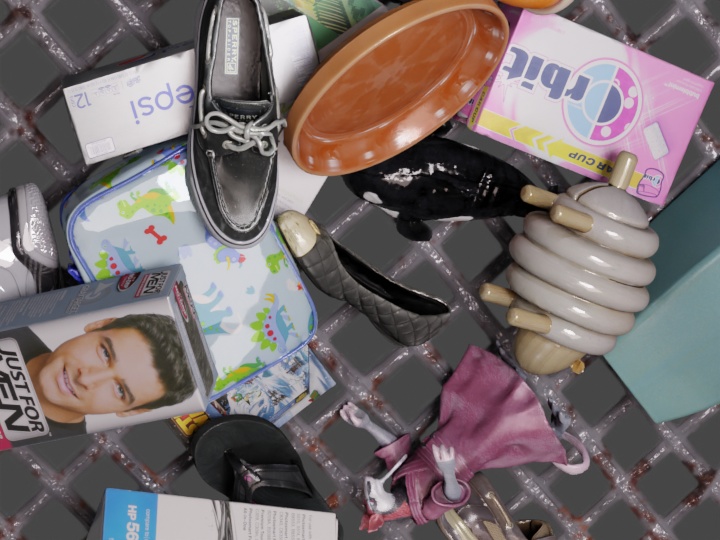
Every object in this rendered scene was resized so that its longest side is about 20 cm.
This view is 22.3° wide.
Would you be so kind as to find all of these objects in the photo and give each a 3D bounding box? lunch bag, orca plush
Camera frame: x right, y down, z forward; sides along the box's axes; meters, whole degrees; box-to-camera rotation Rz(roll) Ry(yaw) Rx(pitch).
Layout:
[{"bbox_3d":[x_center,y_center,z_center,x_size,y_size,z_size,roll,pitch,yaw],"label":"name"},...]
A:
[{"bbox_3d":[-0.140,-0.002,1.451,0.160,0.082,0.201,-30,108,-6],"label":"lunch bag"},{"bbox_3d":[0.084,-0.059,1.539,0.199,0.071,0.106,26,98,-20],"label":"orca plush"}]

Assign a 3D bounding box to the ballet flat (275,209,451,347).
[{"bbox_3d":[0.000,0.000,1.522,0.057,0.067,0.200,-36,133,19],"label":"ballet flat"}]

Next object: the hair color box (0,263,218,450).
[{"bbox_3d":[-0.219,0.070,1.397,0.198,0.061,0.100,-12,113,11],"label":"hair color box"}]

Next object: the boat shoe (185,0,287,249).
[{"bbox_3d":[-0.089,-0.114,1.364,0.073,0.068,0.202,2,96,-14],"label":"boat shoe"}]

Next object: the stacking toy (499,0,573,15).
[{"bbox_3d":[0.069,-0.261,1.397,0.198,0.146,0.148,-11,109,-27],"label":"stacking toy"}]

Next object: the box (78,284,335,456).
[{"bbox_3d":[-0.131,0.057,1.534,0.136,0.040,0.201,-36,111,-3],"label":"box"}]

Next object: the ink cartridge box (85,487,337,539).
[{"bbox_3d":[-0.130,0.257,1.525,0.198,0.085,0.146,9,147,-13],"label":"ink cartridge box"}]

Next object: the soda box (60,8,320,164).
[{"bbox_3d":[-0.131,-0.145,1.427,0.198,0.068,0.064,-18,105,-7],"label":"soda box"}]

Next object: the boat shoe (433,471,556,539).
[{"bbox_3d":[0.149,0.260,1.645,0.073,0.075,0.200,-44,112,1],"label":"boat shoe"}]

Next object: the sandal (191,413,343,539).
[{"bbox_3d":[-0.070,0.191,1.554,0.075,0.048,0.201,-40,128,0],"label":"sandal"}]

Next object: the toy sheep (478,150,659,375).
[{"bbox_3d":[0.181,-0.005,1.510,0.137,0.138,0.202,20,105,-19],"label":"toy sheep"}]

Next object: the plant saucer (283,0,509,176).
[{"bbox_3d":[0.025,-0.149,1.427,0.199,0.200,0.032,-33,70,-4],"label":"plant saucer"}]

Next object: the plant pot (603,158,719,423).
[{"bbox_3d":[0.300,0.026,1.587,0.199,0.141,0.142,-37,111,6],"label":"plant pot"}]

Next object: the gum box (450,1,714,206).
[{"bbox_3d":[0.183,-0.146,1.542,0.198,0.066,0.115,20,98,-18],"label":"gum box"}]

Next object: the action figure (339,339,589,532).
[{"bbox_3d":[0.076,0.162,1.592,0.200,0.134,0.149,-43,130,-3],"label":"action figure"}]

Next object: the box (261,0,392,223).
[{"bbox_3d":[-0.064,-0.153,1.494,0.144,0.036,0.201,29,95,-19],"label":"box"}]

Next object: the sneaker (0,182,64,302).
[{"bbox_3d":[-0.291,0.037,1.471,0.114,0.075,0.202,-13,104,-9],"label":"sneaker"}]

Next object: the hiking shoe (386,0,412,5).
[{"bbox_3d":[-0.002,-0.292,1.459,0.199,0.076,0.101,30,88,-29],"label":"hiking shoe"}]
